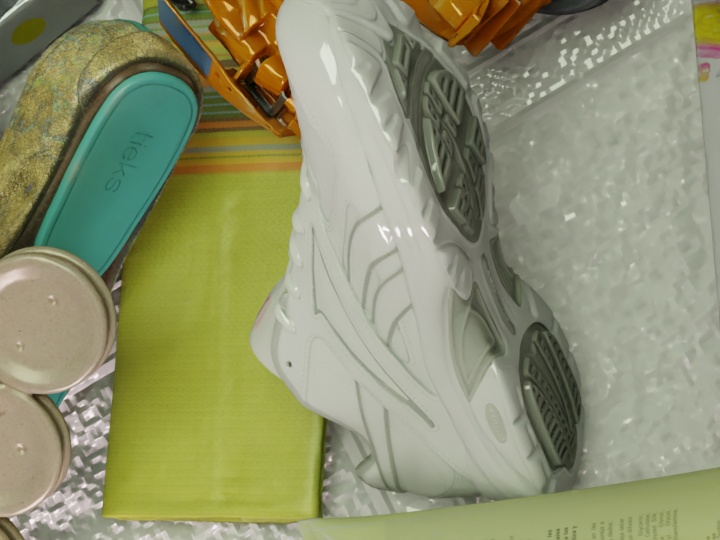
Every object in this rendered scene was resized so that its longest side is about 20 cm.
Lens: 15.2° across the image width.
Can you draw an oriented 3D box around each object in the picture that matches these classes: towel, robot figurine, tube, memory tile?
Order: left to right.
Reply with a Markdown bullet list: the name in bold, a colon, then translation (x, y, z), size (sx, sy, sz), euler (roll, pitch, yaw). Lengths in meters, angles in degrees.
- **memory tile**: translation (-0.177, 0.060, 0.936), size (0.153, 0.017, 0.201), euler (24, 110, 4)
- **towel**: translation (-0.046, -0.009, 0.975), size (0.086, 0.018, 0.201), euler (-1, 77, 20)
- **robot figurine**: translation (-0.033, -0.131, 0.935), size (0.200, 0.058, 0.145), euler (48, 120, 14)
- **tube**: translation (0.075, 0.097, 0.871), size (0.199, 0.052, 0.058), euler (-15, 61, 28)

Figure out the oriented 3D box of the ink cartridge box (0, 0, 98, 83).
- **ink cartridge box**: translation (-0.200, -0.145, 1.041), size (0.200, 0.047, 0.198), euler (-39, 69, 7)

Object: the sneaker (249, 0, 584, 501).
- **sneaker**: translation (0.000, 0.000, 0.883), size (0.099, 0.078, 0.201), euler (-10, 115, 24)

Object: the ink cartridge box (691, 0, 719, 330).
- **ink cartridge box**: translation (0.185, -0.049, 0.843), size (0.144, 0.145, 0.201), euler (-7, 74, 16)

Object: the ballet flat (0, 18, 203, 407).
- **ballet flat**: translation (-0.123, -0.002, 0.967), size (0.071, 0.071, 0.200), euler (35, 103, 22)

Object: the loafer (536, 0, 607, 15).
- **loafer**: translation (0.019, -0.144, 0.973), size (0.200, 0.063, 0.072), euler (27, 116, 26)
